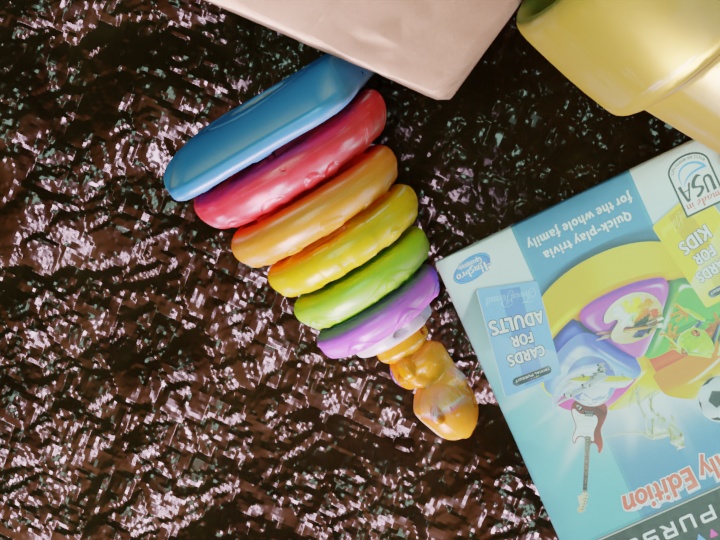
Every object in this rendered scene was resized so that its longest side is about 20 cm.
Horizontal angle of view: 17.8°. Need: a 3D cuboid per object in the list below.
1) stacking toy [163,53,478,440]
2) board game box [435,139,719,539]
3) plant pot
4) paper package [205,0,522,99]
[{"bbox_3d":[0.000,0.000,1.146,0.109,0.116,0.201,-29,100,18],"label":"stacking toy"},{"bbox_3d":[0.147,0.055,1.130,0.150,0.047,0.201,-25,86,13],"label":"board game box"},{"bbox_3d":[0.203,-0.124,1.044,0.189,0.201,0.201,40,101,-8],"label":"plant pot"},{"bbox_3d":[0.012,-0.204,1.055,0.189,0.104,0.201,21,123,-23],"label":"paper package"}]
